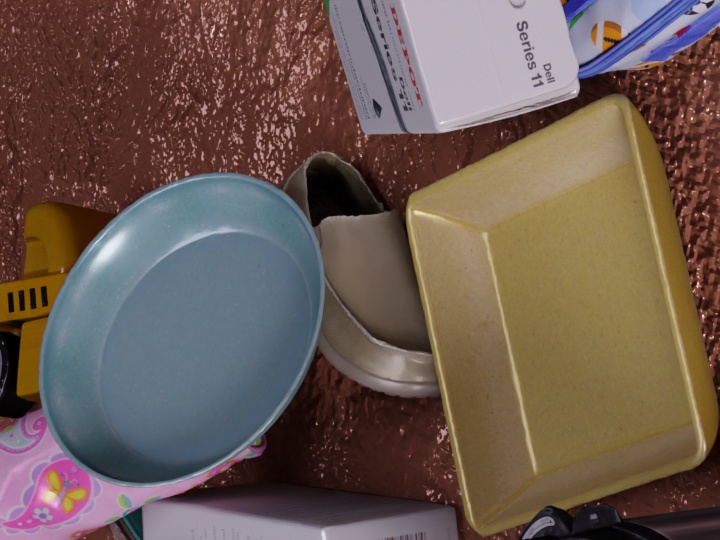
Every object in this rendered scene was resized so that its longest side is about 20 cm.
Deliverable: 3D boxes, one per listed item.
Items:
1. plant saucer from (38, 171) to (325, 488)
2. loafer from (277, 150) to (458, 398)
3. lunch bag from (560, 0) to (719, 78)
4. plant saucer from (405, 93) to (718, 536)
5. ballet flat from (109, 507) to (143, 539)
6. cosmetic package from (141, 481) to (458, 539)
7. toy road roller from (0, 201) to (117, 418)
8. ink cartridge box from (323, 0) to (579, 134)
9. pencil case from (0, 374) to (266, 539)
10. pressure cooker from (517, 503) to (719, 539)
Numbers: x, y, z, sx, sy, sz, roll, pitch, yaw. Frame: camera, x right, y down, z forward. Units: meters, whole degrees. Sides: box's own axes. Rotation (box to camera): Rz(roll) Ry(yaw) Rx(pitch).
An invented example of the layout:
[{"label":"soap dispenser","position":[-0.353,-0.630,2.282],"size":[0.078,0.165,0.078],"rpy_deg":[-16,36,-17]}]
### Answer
[{"label":"plant saucer","position":[-0.098,0.039,1.621],"size":[0.199,0.036,0.201],"rpy_deg":[-16,58,26]},{"label":"loafer","position":[0.000,0.000,1.628],"size":[0.200,0.075,0.068],"rpy_deg":[49,135,40]},{"label":"lunch bag","position":[0.156,-0.194,1.413],"size":[0.200,0.075,0.161],"rpy_deg":[-36,66,49]},{"label":"plant saucer","position":[0.117,0.027,1.498],"size":[0.200,0.048,0.201],"rpy_deg":[-26,72,51]},{"label":"ballet flat","position":[-0.111,0.220,1.810],"size":[0.067,0.068,0.200],"rpy_deg":[98,152,-46]},{"label":"cosmetic package","position":[-0.039,0.174,1.670],"size":[0.200,0.101,0.074],"rpy_deg":[-1,93,54]},{"label":"toy road roller","position":[-0.167,0.027,1.819],"size":[0.200,0.123,0.147],"rpy_deg":[-9,74,53]},{"label":"ink cartridge box","position":[0.038,-0.151,1.475],"size":[0.200,0.083,0.147],"rpy_deg":[-170,63,-78]},{"label":"pencil case","position":[-0.159,0.114,1.695],"size":[0.199,0.087,0.088],"rpy_deg":[-26,67,13]},{"label":"pressure cooker","position":[0.154,0.200,1.335],"size":[0.176,0.199,0.179],"rpy_deg":[9,100,52]}]
